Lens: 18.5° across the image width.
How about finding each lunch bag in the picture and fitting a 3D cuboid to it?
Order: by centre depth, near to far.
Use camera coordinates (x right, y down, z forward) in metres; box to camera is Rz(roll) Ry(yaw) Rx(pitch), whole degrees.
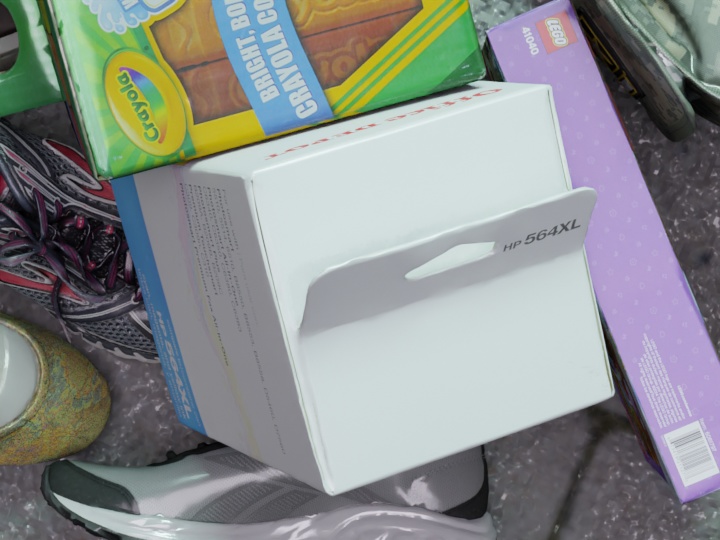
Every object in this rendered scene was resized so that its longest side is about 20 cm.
[{"bbox_3d":[0.164,-0.104,0.892,0.199,0.164,0.118,18,92,3],"label":"lunch bag"}]

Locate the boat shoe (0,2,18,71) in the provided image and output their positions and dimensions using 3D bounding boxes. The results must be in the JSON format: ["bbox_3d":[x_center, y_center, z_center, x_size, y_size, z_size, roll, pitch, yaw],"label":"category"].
[{"bbox_3d":[-0.093,-0.144,0.953,0.199,0.072,0.060,-25,94,0],"label":"boat shoe"}]

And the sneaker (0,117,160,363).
[{"bbox_3d":[-0.133,-0.014,0.953,0.199,0.075,0.081,24,92,-9],"label":"sneaker"}]

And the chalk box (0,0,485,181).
[{"bbox_3d":[-0.070,-0.112,0.861,0.199,0.124,0.125,-17,102,-8],"label":"chalk box"}]

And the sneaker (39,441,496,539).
[{"bbox_3d":[-0.040,0.091,0.967,0.199,0.074,0.080,2,84,-3],"label":"sneaker"}]

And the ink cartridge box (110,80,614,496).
[{"bbox_3d":[0.000,0.000,0.866,0.128,0.200,0.126,-18,103,-20],"label":"ink cartridge box"}]

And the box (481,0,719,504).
[{"bbox_3d":[0.104,-0.010,0.914,0.039,0.137,0.201,-22,92,2],"label":"box"}]

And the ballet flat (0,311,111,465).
[{"bbox_3d":[-0.200,0.034,0.942,0.199,0.071,0.071,21,94,-12],"label":"ballet flat"}]
